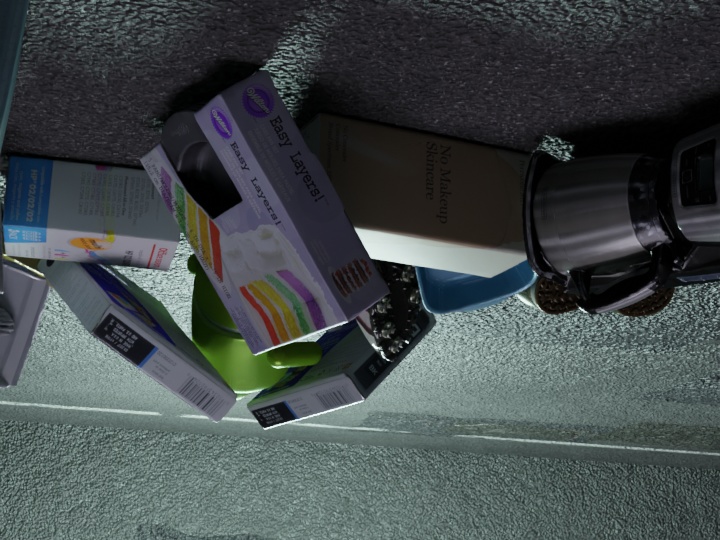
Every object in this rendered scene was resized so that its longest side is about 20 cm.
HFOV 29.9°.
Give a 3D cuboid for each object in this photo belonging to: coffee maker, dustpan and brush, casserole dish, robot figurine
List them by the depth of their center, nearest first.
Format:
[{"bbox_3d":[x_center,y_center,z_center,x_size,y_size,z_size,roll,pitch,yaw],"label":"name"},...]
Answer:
[{"bbox_3d":[0.259,-0.052,1.080,0.199,0.136,0.191,-9,-174,42],"label":"coffee maker"},{"bbox_3d":[0.108,-0.019,1.284,0.120,0.039,0.200,-16,153,1],"label":"casserole dish"},{"bbox_3d":[-0.423,0.025,1.359,0.199,0.141,0.057,31,-155,12],"label":"dustpan and brush"},{"bbox_3d":[-0.125,0.051,1.457,0.115,0.176,0.201,-26,146,-27],"label":"robot figurine"}]

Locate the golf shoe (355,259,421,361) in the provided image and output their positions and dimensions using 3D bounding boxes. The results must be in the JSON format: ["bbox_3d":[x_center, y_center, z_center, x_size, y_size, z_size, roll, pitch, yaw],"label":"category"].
[{"bbox_3d":[0.000,0.000,1.301,0.087,0.077,0.201,14,138,36],"label":"golf shoe"}]

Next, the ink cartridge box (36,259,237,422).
[{"bbox_3d":[-0.235,0.049,1.373,0.198,0.043,0.200,42,-179,-42],"label":"ink cartridge box"}]

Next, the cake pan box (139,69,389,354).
[{"bbox_3d":[-0.080,-0.041,1.049,0.052,0.201,0.184,-32,-174,-31],"label":"cake pan box"}]

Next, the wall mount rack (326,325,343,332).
[{"bbox_3d":[0.021,0.000,1.405,0.172,0.075,0.200,-23,165,2],"label":"wall mount rack"}]

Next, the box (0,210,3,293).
[{"bbox_3d":[-0.381,-0.028,1.191,0.111,0.103,0.200,-3,-179,-19],"label":"box"}]

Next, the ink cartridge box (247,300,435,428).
[{"bbox_3d":[-0.008,0.092,1.535,0.197,0.200,0.044,-23,106,50],"label":"ink cartridge box"}]

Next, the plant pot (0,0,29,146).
[{"bbox_3d":[-0.318,-0.086,0.849,0.194,0.202,0.196,6,165,-17],"label":"plant pot"}]

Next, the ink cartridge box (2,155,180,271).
[{"bbox_3d":[-0.228,-0.049,1.257,0.198,0.069,0.115,5,166,-12],"label":"ink cartridge box"}]

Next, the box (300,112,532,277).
[{"bbox_3d":[0.041,-0.059,1.113,0.198,0.096,0.078,7,164,-23],"label":"box"}]

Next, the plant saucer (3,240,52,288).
[{"bbox_3d":[-0.443,-0.025,1.436,0.198,0.049,0.200,-2,165,14],"label":"plant saucer"}]

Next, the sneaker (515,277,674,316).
[{"bbox_3d":[0.235,0.007,1.428,0.198,0.068,0.090,-1,-166,-34],"label":"sneaker"}]
